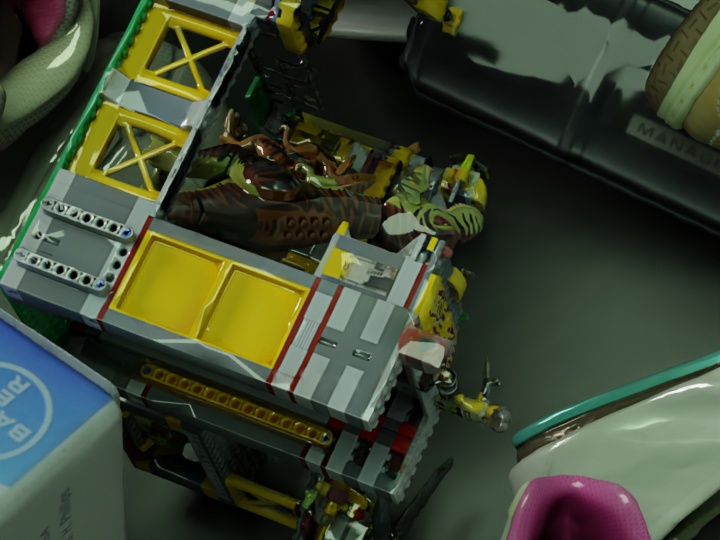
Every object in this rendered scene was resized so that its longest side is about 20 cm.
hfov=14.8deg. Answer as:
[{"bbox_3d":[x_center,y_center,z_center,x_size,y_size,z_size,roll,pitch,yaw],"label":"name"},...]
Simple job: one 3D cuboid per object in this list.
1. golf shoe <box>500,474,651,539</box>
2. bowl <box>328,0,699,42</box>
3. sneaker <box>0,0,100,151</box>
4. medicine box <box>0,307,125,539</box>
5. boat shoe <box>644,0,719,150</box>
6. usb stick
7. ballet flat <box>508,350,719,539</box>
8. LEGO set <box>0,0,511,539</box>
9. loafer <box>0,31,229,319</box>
[{"bbox_3d":[0.057,0.131,0.653,0.075,0.092,0.200,-1,36,-14],"label":"golf shoe"},{"bbox_3d":[0.050,-0.171,0.813,0.199,0.075,0.201,-1,102,14],"label":"bowl"},{"bbox_3d":[-0.108,-0.082,0.790,0.088,0.081,0.200,-20,32,30],"label":"sneaker"},{"bbox_3d":[-0.185,0.073,0.654,0.182,0.103,0.200,32,53,23],"label":"medicine box"},{"bbox_3d":[0.167,-0.093,0.730,0.200,0.072,0.076,-42,88,-1],"label":"boat shoe"},{"bbox_3d":[0.106,-0.036,0.771,0.200,0.033,0.056,26,91,10],"label":"usb stick"},{"bbox_3d":[0.132,0.034,0.720,0.200,0.069,0.070,-29,60,24],"label":"ballet flat"},{"bbox_3d":[0.000,0.000,0.713,0.116,0.200,0.154,20,62,16],"label":"LEGO set"},{"bbox_3d":[-0.118,0.011,0.809,0.200,0.070,0.070,-47,27,-14],"label":"loafer"}]
